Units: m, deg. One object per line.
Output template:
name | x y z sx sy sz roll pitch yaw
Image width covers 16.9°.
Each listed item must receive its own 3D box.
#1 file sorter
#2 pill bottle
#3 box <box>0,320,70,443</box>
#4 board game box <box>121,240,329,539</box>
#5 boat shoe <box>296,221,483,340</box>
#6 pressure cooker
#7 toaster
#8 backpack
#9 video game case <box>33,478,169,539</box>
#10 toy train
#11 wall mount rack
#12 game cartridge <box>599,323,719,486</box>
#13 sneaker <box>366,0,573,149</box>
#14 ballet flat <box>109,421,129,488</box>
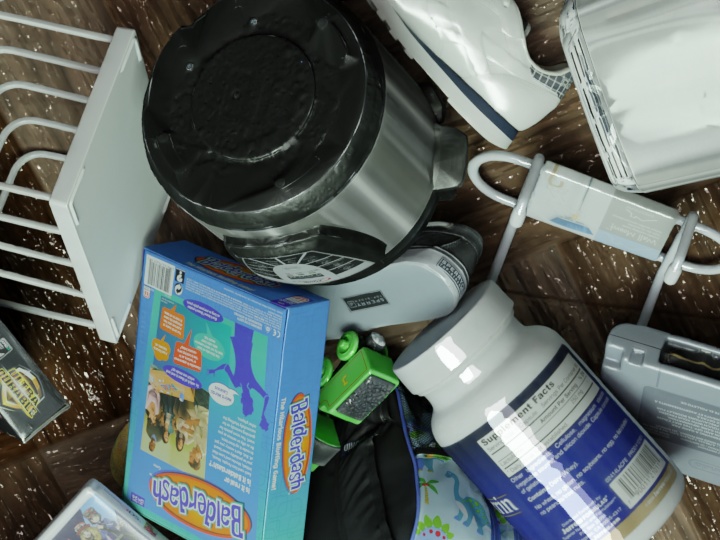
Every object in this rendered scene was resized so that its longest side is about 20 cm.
file sorter | -0.217 -0.067 1.667 0.124 0.139 0.200 13 154 12
pill bottle | 0.122 0.111 1.685 0.116 0.116 0.200 -39 95 22
box | -0.302 0.030 1.743 0.050 0.198 0.200 -41 101 -14
board game box | -0.098 0.096 1.707 0.152 0.045 0.200 22 113 40
boat shoe | -0.001 -0.002 1.737 0.199 0.068 0.074 -12 123 41
pressure cooker | -0.034 -0.084 1.641 0.179 0.200 0.176 -45 64 2
toaster | 0.216 -0.135 1.619 0.129 0.114 0.200 -15 110 20
backpack | 0.028 0.204 1.745 0.147 0.200 0.183 29 115 -24
video game case | -0.190 0.277 1.784 0.182 0.023 0.200 41 110 -7
toy train | -0.044 0.121 1.749 0.042 0.056 0.200 23 122 -35
wall mount rack | 0.156 -0.003 1.710 0.200 0.075 0.174 21 151 3
game cartridge | 0.265 0.108 1.713 0.200 0.041 0.133 17 144 11
sneaker | 0.059 -0.178 1.660 0.080 0.076 0.200 -42 104 10
ballet flat | -0.116 0.117 1.810 0.200 0.071 0.071 -32 103 21
